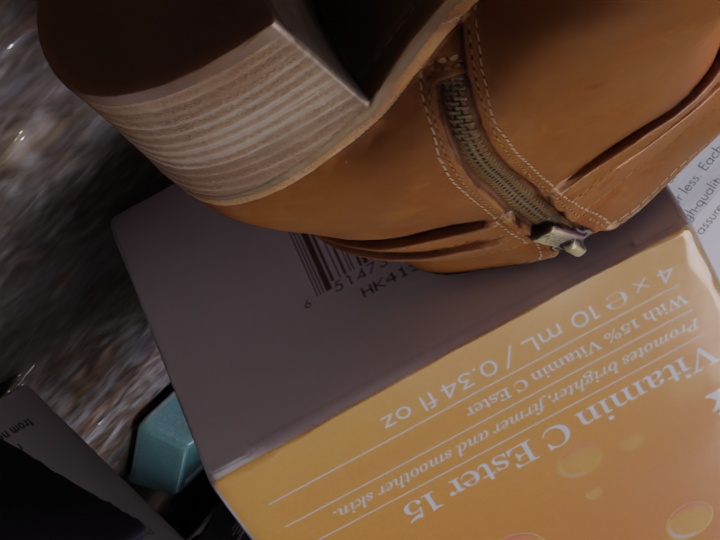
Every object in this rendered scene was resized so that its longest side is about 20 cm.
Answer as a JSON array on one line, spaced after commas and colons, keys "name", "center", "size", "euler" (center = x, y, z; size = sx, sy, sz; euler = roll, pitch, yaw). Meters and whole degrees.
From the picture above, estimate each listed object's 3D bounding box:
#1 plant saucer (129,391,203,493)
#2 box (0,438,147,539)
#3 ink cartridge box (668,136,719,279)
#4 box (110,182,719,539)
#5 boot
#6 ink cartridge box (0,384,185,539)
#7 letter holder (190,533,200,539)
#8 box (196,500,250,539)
[{"name": "plant saucer", "center": [0.000, 0.000, 0.983], "size": [0.200, 0.019, 0.070], "euler": [-44, 171, -19]}, {"name": "box", "center": [-0.138, 0.140, 0.634], "size": [0.141, 0.079, 0.200], "euler": [-35, 149, -61]}, {"name": "ink cartridge box", "center": [0.074, -0.043, 0.791], "size": [0.116, 0.200, 0.068], "euler": [-53, -147, 32]}, {"name": "box", "center": [0.042, 0.048, 0.745], "size": [0.124, 0.097, 0.200], "euler": [-29, 135, 4]}, {"name": "boot", "center": [0.054, -0.057, 0.570], "size": [0.200, 0.074, 0.155], "euler": [-15, 159, 23]}, {"name": "ink cartridge box", "center": [-0.071, 0.154, 0.750], "size": [0.147, 0.200, 0.083], "euler": [-52, 169, 32]}, {"name": "letter holder", "center": [-0.008, 0.197, 1.204], "size": [0.142, 0.200, 0.101], "euler": [-40, 169, -34]}, {"name": "box", "center": [0.001, 0.061, 1.110], "size": [0.159, 0.046, 0.200], "euler": [-48, 173, -37]}]
